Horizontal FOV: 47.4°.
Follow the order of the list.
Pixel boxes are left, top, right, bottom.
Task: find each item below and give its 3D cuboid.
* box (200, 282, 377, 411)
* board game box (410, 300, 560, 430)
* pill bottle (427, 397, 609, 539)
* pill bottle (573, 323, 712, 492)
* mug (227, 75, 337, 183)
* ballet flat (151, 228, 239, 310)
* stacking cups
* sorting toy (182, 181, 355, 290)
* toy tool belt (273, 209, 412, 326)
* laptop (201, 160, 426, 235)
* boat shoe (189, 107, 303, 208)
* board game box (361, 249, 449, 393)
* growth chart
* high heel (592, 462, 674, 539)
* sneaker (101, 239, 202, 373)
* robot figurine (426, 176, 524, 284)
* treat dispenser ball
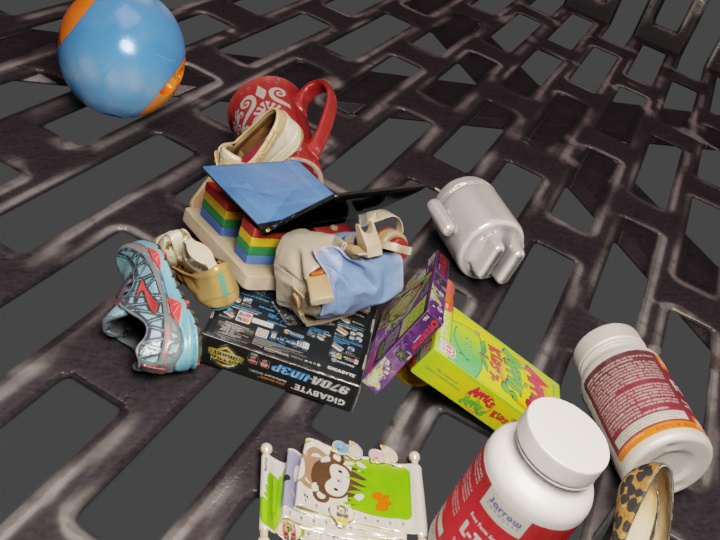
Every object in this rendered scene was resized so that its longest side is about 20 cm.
[{"bbox_3d":[-0.084,0.076,1.009,0.196,0.047,0.160,18,34,-2],"label":"box"},{"bbox_3d":[0.156,0.131,0.995,0.198,0.048,0.102,36,32,-12],"label":"board game box"},{"bbox_3d":[0.150,0.221,0.784,0.110,0.202,0.113,17,35,-12],"label":"pill bottle"},{"bbox_3d":[0.346,0.170,1.033,0.112,0.116,0.202,8,37,-16],"label":"pill bottle"},{"bbox_3d":[-0.120,-0.207,1.270,0.131,0.179,0.202,14,37,-30],"label":"mug"},{"bbox_3d":[-0.212,-0.019,1.013,0.068,0.064,0.199,-29,39,-30],"label":"ballet flat"},{"bbox_3d":[0.096,0.072,1.093,0.060,0.061,0.201,23,34,6],"label":"stacking cups"},{"bbox_3d":[-0.106,-0.053,1.097,0.196,0.071,0.200,1,27,-38],"label":"sorting toy"},{"bbox_3d":[0.000,0.000,0.989,0.197,0.128,0.122,-16,21,-30],"label":"toy tool belt"},{"bbox_3d":[-0.058,-0.117,1.031,0.186,0.198,0.118,-14,84,-51],"label":"laptop"},{"bbox_3d":[-0.173,-0.154,1.157,0.074,0.200,0.069,49,3,40],"label":"boat shoe"},{"bbox_3d":[0.060,0.057,1.006,0.032,0.120,0.201,42,21,-8],"label":"board game box"},{"bbox_3d":[-0.017,0.232,0.857,0.196,0.018,0.146,9,37,-19],"label":"growth chart"},{"bbox_3d":[0.284,0.295,0.806,0.070,0.144,0.202,13,35,-8],"label":"high heel"},{"bbox_3d":[-0.257,0.037,0.949,0.094,0.080,0.201,-10,44,-33],"label":"sneaker"},{"bbox_3d":[0.179,-0.068,1.273,0.167,0.114,0.202,17,31,-32],"label":"robot figurine"},{"bbox_3d":[-0.376,-0.345,1.298,0.197,0.203,0.203,13,35,-9],"label":"treat dispenser ball"}]
